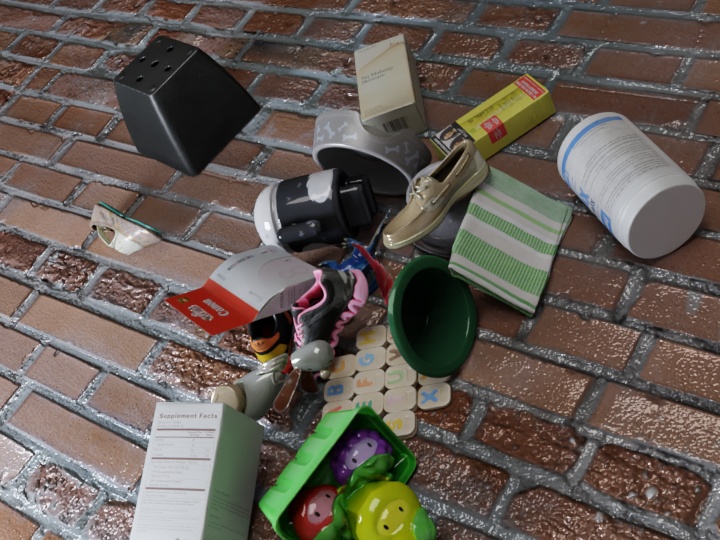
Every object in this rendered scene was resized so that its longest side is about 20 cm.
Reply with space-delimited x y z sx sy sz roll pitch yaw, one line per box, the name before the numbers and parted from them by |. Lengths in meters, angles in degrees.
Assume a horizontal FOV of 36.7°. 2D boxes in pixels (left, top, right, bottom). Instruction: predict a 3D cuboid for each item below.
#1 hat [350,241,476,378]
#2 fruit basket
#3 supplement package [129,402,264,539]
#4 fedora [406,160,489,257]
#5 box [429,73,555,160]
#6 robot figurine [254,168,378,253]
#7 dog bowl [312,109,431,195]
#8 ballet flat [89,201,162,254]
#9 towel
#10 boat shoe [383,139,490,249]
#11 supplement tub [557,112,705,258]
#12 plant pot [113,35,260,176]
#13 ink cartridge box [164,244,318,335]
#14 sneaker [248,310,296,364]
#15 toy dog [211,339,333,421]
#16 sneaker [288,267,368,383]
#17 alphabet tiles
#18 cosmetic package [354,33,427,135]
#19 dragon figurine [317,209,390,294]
hat | 0.055 0.068 1.583 0.176 0.166 0.200 -15 39 48
fruit basket | -0.002 0.294 1.389 0.215 0.156 0.216 -29 30 19
supplement package | -0.220 0.291 1.481 0.117 0.117 0.201 -4 65 26
fedora | 0.151 -0.111 1.686 0.199 0.090 0.177 5 55 30
box | 0.219 -0.240 1.793 0.200 0.050 0.075 -33 44 -3
robot figurine | -0.075 -0.094 1.770 0.199 0.150 0.125 -12 72 17
dog bowl | 0.012 -0.185 1.758 0.199 0.200 0.059 8 70 32
ballet flat | -0.432 -0.068 1.982 0.200 0.068 0.067 24 85 45
towel | 0.219 -0.046 1.584 0.152 0.023 0.201 27 60 -3
boat shoe | 0.102 -0.112 1.593 0.200 0.065 0.072 -41 29 -9
supplement tub | 0.383 -0.126 1.551 0.132 0.132 0.200 -30 44 0
plant pot | -0.353 -0.331 2.080 0.199 0.178 0.200 25 68 41
ink cartridge box | -0.174 0.024 1.640 0.199 0.057 0.162 -13 25 -34
sneaker | -0.138 0.058 1.689 0.070 0.090 0.201 -16 47 14
toy dog | -0.121 0.181 1.567 0.132 0.097 0.200 -21 -6 -47
sneaker | -0.071 0.076 1.592 0.201 0.095 0.079 -62 37 19
alphabet tiles | 0.037 0.159 1.566 0.195 0.015 0.201 -12 48 19
cosmetic package | 0.052 -0.322 1.936 0.103 0.073 0.201 -19 47 12
dragon figurine | 0.000 0.000 1.691 0.200 0.059 0.099 -40 45 -8
